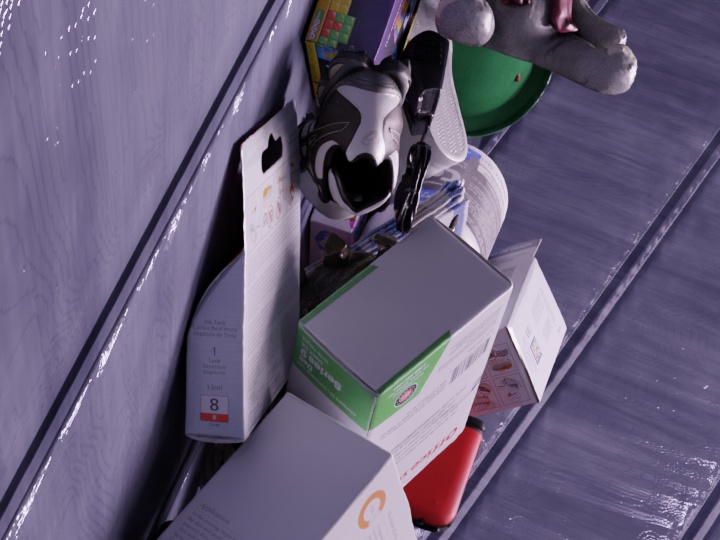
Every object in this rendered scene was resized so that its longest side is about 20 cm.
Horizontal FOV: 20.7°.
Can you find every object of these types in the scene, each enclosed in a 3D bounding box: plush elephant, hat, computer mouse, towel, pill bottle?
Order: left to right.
[{"bbox_3d":[0.000,0.000,1.585,0.199,0.024,0.147,-32,167,-6],"label":"towel"},{"bbox_3d":[0.036,-0.105,1.439,0.201,0.034,0.059,-80,-174,-46],"label":"computer mouse"},{"bbox_3d":[0.061,-0.029,1.774,0.200,0.113,0.114,-62,169,-59],"label":"pill bottle"},{"bbox_3d":[0.107,-0.214,1.619,0.176,0.165,0.201,-175,-93,-79],"label":"hat"},{"bbox_3d":[0.137,-0.240,1.508,0.200,0.164,0.156,-123,-128,-73],"label":"plush elephant"}]

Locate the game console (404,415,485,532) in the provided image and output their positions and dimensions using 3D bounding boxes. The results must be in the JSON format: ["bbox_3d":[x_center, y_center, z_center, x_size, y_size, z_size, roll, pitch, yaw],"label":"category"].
[{"bbox_3d":[-0.005,0.153,1.667,0.119,0.199,0.173,102,8,-47],"label":"game console"}]

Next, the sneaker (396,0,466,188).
[{"bbox_3d":[0.015,-0.150,1.588,0.115,0.073,0.201,-30,-128,34],"label":"sneaker"}]

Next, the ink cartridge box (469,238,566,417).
[{"bbox_3d":[0.079,0.064,1.812,0.084,0.199,0.176,65,27,-20],"label":"ink cartridge box"}]

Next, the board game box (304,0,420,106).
[{"bbox_3d":[0.019,-0.227,1.452,0.165,0.056,0.201,85,23,-80],"label":"board game box"}]

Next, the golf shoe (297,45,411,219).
[{"bbox_3d":[-0.013,-0.072,1.397,0.200,0.077,0.095,103,-8,-63],"label":"golf shoe"}]

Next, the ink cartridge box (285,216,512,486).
[{"bbox_3d":[0.018,0.081,1.432,0.146,0.084,0.200,-38,158,-31],"label":"ink cartridge box"}]

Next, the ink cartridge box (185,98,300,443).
[{"bbox_3d":[-0.080,-0.004,1.337,0.162,0.050,0.201,-55,145,-71],"label":"ink cartridge box"}]

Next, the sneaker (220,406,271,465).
[{"bbox_3d":[-0.075,0.139,1.531,0.084,0.076,0.201,104,-11,-54],"label":"sneaker"}]

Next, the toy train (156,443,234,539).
[{"bbox_3d":[-0.114,0.204,1.451,0.116,0.084,0.201,154,-51,-75],"label":"toy train"}]

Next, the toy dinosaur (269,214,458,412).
[{"bbox_3d":[-0.014,0.015,1.483,0.200,0.077,0.102,-45,163,-14],"label":"toy dinosaur"}]

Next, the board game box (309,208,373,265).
[{"bbox_3d":[0.003,-0.084,1.823,0.200,0.041,0.201,94,15,-68],"label":"board game box"}]

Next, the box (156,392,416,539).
[{"bbox_3d":[-0.064,0.205,1.319,0.200,0.097,0.125,-47,148,-23],"label":"box"}]
